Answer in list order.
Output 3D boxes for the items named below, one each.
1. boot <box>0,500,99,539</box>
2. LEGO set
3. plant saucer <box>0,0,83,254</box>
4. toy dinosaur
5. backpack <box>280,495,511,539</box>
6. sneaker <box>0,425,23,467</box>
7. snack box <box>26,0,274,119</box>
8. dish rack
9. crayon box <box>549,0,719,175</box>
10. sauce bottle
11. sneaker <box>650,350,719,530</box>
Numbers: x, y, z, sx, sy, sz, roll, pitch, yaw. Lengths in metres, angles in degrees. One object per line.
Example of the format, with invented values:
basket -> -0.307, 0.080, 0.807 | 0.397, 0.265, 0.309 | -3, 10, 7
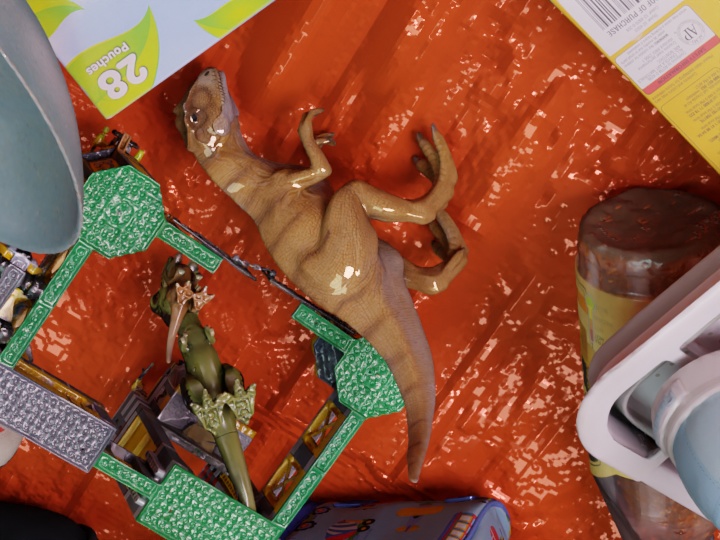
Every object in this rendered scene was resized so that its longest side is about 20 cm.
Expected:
boot -> -0.237, 0.098, 1.017 | 0.200, 0.076, 0.168 | -9, 123, 28
LEGO set -> -0.084, 0.031, 0.929 | 0.200, 0.116, 0.154 | 25, 97, -22
plant saucer -> -0.162, -0.091, 0.784 | 0.201, 0.039, 0.201 | 36, 157, 18
toy dinosaur -> 0.000, 0.000, 0.865 | 0.200, 0.106, 0.060 | 51, 151, 24
backpack -> -0.033, 0.185, 0.963 | 0.200, 0.183, 0.135 | -3, 113, 31
sneaker -> -0.187, 0.002, 0.946 | 0.093, 0.070, 0.200 | -15, 114, 30
snack box -> -0.083, -0.183, 0.765 | 0.169, 0.068, 0.200 | -36, 112, 7
dish rack -> 0.190, 0.034, 0.831 | 0.200, 0.044, 0.172 | 31, 117, -35
crayon box -> 0.179, -0.123, 0.770 | 0.119, 0.058, 0.200 | 44, 123, -14
sauce bottle -> 0.124, 0.065, 0.901 | 0.066, 0.066, 0.200 | 2, 120, 14
sneaker -> 0.208, 0.069, 0.782 | 0.200, 0.082, 0.074 | -7, 134, -11
